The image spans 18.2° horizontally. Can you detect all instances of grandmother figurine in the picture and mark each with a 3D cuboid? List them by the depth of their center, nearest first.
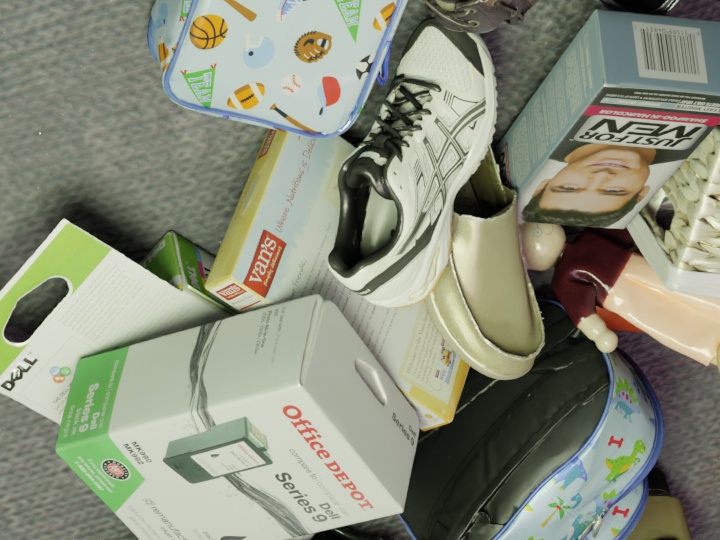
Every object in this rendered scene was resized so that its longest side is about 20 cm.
[{"bbox_3d":[0.187,0.004,1.616,0.199,0.121,0.061,24,131,10],"label":"grandmother figurine"}]

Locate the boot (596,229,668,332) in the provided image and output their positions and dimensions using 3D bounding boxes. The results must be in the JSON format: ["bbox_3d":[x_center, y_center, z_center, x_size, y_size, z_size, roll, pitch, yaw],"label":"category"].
[{"bbox_3d":[0.256,0.027,1.665,0.199,0.107,0.075,-2,127,-11],"label":"boot"}]

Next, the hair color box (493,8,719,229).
[{"bbox_3d":[0.170,-0.099,1.524,0.098,0.061,0.200,4,155,-16],"label":"hair color box"}]

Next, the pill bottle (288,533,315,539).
[{"bbox_3d":[-0.042,0.114,1.646,0.113,0.114,0.200,25,116,-28],"label":"pill bottle"}]

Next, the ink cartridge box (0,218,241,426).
[{"bbox_3d":[-0.173,0.040,1.586,0.200,0.076,0.148,32,113,-29],"label":"ink cartridge box"}]

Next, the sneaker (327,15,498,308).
[{"bbox_3d":[0.032,-0.076,1.481,0.087,0.075,0.201,15,86,-56],"label":"sneaker"}]

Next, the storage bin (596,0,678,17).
[{"bbox_3d":[0.147,-0.269,1.434,0.199,0.094,0.135,30,113,-31],"label":"storage bin"}]

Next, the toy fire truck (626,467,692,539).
[{"bbox_3d":[0.165,0.269,1.818,0.175,0.129,0.201,1,138,-14],"label":"toy fire truck"}]

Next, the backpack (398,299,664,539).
[{"bbox_3d":[0.127,0.134,1.666,0.200,0.183,0.147,-46,130,10],"label":"backpack"}]

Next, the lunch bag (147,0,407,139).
[{"bbox_3d":[-0.043,-0.183,1.460,0.159,0.076,0.201,10,122,-24],"label":"lunch bag"}]

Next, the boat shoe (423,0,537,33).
[{"bbox_3d":[0.070,-0.183,1.432,0.200,0.072,0.065,-14,130,-64],"label":"boat shoe"}]

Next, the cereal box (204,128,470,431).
[{"bbox_3d":[0.000,0.000,1.551,0.200,0.144,0.039,35,149,-23],"label":"cereal box"}]

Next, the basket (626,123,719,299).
[{"bbox_3d":[0.302,-0.061,1.598,0.199,0.136,0.124,5,120,-17],"label":"basket"}]

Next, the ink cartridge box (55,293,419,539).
[{"bbox_3d":[-0.081,0.111,1.517,0.199,0.084,0.146,-16,131,27],"label":"ink cartridge box"}]

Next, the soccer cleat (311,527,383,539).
[{"bbox_3d":[0.022,0.257,1.755,0.199,0.068,0.081,31,136,-3],"label":"soccer cleat"}]

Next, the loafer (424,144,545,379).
[{"bbox_3d":[0.078,-0.021,1.546,0.075,0.068,0.201,-25,92,-40],"label":"loafer"}]
